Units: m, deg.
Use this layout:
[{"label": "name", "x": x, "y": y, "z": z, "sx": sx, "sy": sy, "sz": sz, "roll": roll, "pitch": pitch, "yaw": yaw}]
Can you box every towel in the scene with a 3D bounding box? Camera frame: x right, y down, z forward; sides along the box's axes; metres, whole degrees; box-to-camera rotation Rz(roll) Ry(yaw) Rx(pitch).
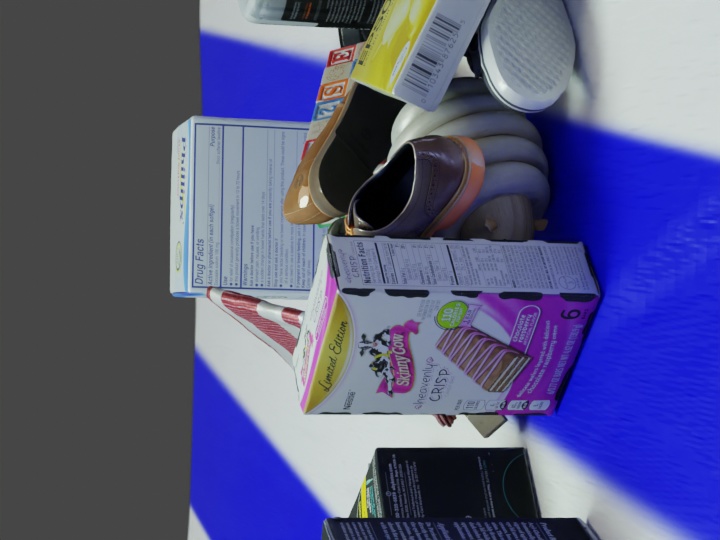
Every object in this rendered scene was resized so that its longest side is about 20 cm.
[{"label": "towel", "x": -0.025, "y": 0.070, "z": 1.587, "sx": 0.200, "sy": 0.144, "sz": 0.023, "roll": 14, "pitch": 70, "yaw": 45}]

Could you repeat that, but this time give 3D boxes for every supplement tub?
[{"label": "supplement tub", "x": -0.005, "y": -0.275, "z": 1.689, "sx": 0.122, "sy": 0.200, "sz": 0.123, "roll": -178, "pitch": 90, "yaw": -76}]

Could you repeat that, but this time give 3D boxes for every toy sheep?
[{"label": "toy sheep", "x": 0.080, "y": -0.081, "z": 1.490, "sx": 0.200, "sy": 0.138, "sz": 0.138, "roll": 63, "pitch": 153, "yaw": 28}]

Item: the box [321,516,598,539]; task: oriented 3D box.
[{"label": "box", "x": 0.070, "y": 0.261, "z": 1.349, "sx": 0.104, "sy": 0.200, "sz": 0.148, "roll": -121, "pitch": 36, "yaw": -64}]

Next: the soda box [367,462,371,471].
[{"label": "soda box", "x": 0.041, "y": 0.275, "z": 1.725, "sx": 0.068, "sy": 0.063, "sz": 0.201, "roll": 176, "pitch": 95, "yaw": -76}]

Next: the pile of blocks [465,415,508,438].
[{"label": "pile of blocks", "x": 0.092, "y": 0.068, "z": 1.597, "sx": 0.062, "sy": 0.082, "sz": 0.200, "roll": -42, "pitch": 38, "yaw": 6}]

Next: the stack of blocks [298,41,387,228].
[{"label": "stack of blocks", "x": 0.020, "y": -0.132, "z": 1.714, "sx": 0.200, "sy": 0.115, "sz": 0.059, "roll": -79, "pitch": -29, "yaw": -48}]

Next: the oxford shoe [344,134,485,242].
[{"label": "oxford shoe", "x": 0.008, "y": -0.026, "z": 1.416, "sx": 0.200, "sy": 0.073, "sz": 0.071, "roll": -56, "pitch": 50, "yaw": 27}]

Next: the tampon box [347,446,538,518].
[{"label": "tampon box", "x": 0.058, "y": 0.255, "z": 1.539, "sx": 0.200, "sy": 0.126, "sz": 0.150, "roll": 109, "pitch": 158, "yaw": -49}]

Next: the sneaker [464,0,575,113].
[{"label": "sneaker", "x": 0.114, "y": -0.180, "z": 1.464, "sx": 0.079, "sy": 0.078, "sz": 0.200, "roll": 124, "pitch": 157, "yaw": -44}]

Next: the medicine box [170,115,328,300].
[{"label": "medicine box", "x": -0.093, "y": -0.062, "z": 2.006, "sx": 0.103, "sy": 0.200, "sz": 0.183, "roll": 167, "pitch": 104, "yaw": -75}]

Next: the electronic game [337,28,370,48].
[{"label": "electronic game", "x": 0.024, "y": -0.258, "z": 1.891, "sx": 0.200, "sy": 0.042, "sz": 0.201, "roll": 176, "pitch": 90, "yaw": -69}]

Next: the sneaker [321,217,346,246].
[{"label": "sneaker", "x": 0.000, "y": 0.000, "z": 1.560, "sx": 0.200, "sy": 0.067, "sz": 0.090, "roll": 150, "pitch": 103, "yaw": -73}]

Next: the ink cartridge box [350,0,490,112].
[{"label": "ink cartridge box", "x": 0.058, "y": -0.226, "z": 1.480, "sx": 0.198, "sy": 0.047, "sz": 0.200, "roll": -65, "pitch": 19, "yaw": 4}]

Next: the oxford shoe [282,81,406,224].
[{"label": "oxford shoe", "x": -0.010, "y": -0.108, "z": 1.597, "sx": 0.071, "sy": 0.071, "sz": 0.200, "roll": -24, "pitch": 20, "yaw": 43}]

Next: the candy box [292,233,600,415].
[{"label": "candy box", "x": 0.061, "y": 0.043, "z": 1.408, "sx": 0.061, "sy": 0.200, "sz": 0.137, "roll": -102, "pitch": 20, "yaw": -43}]
